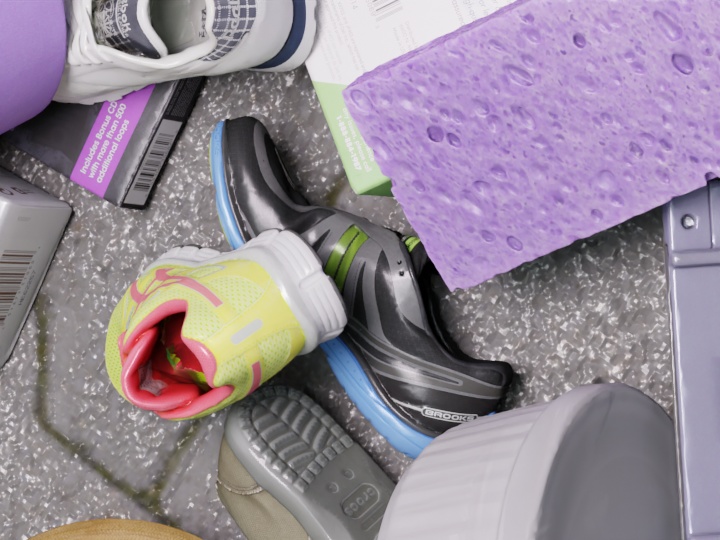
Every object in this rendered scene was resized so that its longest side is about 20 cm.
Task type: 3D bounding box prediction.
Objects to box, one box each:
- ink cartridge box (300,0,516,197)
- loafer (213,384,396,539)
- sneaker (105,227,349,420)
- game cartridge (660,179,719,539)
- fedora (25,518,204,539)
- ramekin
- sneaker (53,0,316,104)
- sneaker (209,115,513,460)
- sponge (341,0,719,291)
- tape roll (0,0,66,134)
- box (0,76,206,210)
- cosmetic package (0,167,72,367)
[{"bbox_3d":[0.074,-0.126,1.390,0.199,0.067,0.118,-24,80,20],"label":"ink cartridge box"},{"bbox_3d":[0.001,0.146,1.424,0.200,0.075,0.070,50,137,13],"label":"loafer"},{"bbox_3d":[-0.089,0.036,1.399,0.078,0.090,0.200,55,151,-3],"label":"sneaker"},{"bbox_3d":[0.208,0.056,1.333,0.129,0.038,0.201,-4,88,2],"label":"game cartridge"},{"bbox_3d":[-0.116,0.217,1.453,0.199,0.082,0.202,-1,87,16],"label":"fedora"},{"bbox_3d":[0.083,0.155,1.322,0.094,0.202,0.204,-5,88,32],"label":"ramekin"},{"bbox_3d":[-0.120,-0.122,1.411,0.199,0.080,0.077,-8,93,36],"label":"sneaker"},{"bbox_3d":[0.000,0.000,1.421,0.083,0.071,0.200,-42,81,12],"label":"sneaker"},{"bbox_3d":[0.096,-0.073,1.310,0.199,0.030,0.112,-23,103,34],"label":"sponge"},{"bbox_3d":[-0.229,-0.151,1.413,0.200,0.066,0.201,34,140,34],"label":"tape roll"},{"bbox_3d":[-0.167,-0.140,1.501,0.199,0.036,0.144,29,100,21],"label":"box"},{"bbox_3d":[-0.262,-0.034,1.518,0.199,0.074,0.102,30,100,21],"label":"cosmetic package"}]
